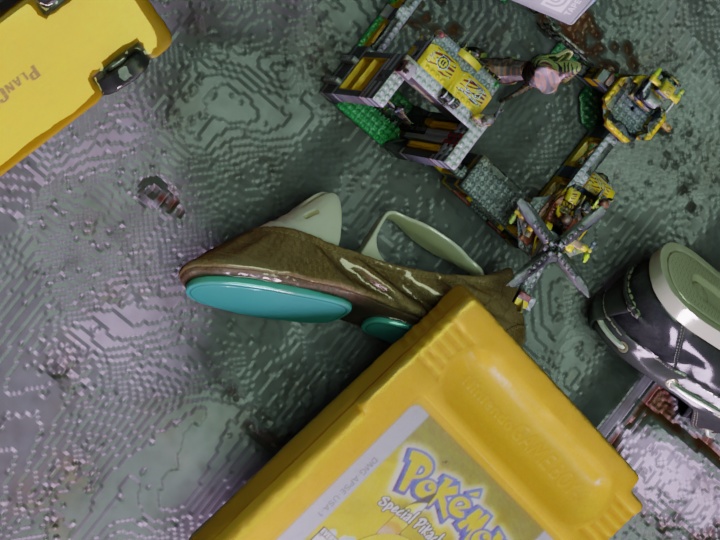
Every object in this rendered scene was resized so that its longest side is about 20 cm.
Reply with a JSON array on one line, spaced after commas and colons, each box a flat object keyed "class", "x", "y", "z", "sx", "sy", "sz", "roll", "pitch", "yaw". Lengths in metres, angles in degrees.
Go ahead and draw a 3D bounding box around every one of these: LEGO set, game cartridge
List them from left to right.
[{"class": "game cartridge", "x": 0.036, "y": 0.133, "z": 1.214, "sx": 0.200, "sy": 0.032, "sz": 0.176, "roll": -43, "pitch": 118, "yaw": 3}, {"class": "LEGO set", "x": 0.082, "y": -0.092, "z": 1.187, "sx": 0.154, "sy": 0.116, "sz": 0.200, "roll": -44, "pitch": 107, "yaw": -8}]

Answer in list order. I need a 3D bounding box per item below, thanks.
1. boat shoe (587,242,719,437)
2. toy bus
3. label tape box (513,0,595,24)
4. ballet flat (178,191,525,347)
[{"class": "boat shoe", "x": 0.213, "y": 0.063, "z": 1.285, "sx": 0.200, "sy": 0.072, "sz": 0.068, "roll": 39, "pitch": 121, "yaw": -24}, {"class": "toy bus", "x": -0.192, "y": -0.080, "z": 1.125, "sx": 0.200, "sy": 0.078, "sz": 0.065, "roll": -39, "pitch": 105, "yaw": -9}, {"class": "label tape box", "x": 0.042, "y": -0.229, "z": 1.151, "sx": 0.199, "sy": 0.066, "sz": 0.144, "roll": 22, "pitch": 51, "yaw": -20}, {"class": "ballet flat", "x": 0.000, "y": 0.000, "z": 1.207, "sx": 0.199, "sy": 0.068, "sz": 0.073, "roll": 14, "pitch": 72, "yaw": -18}]
